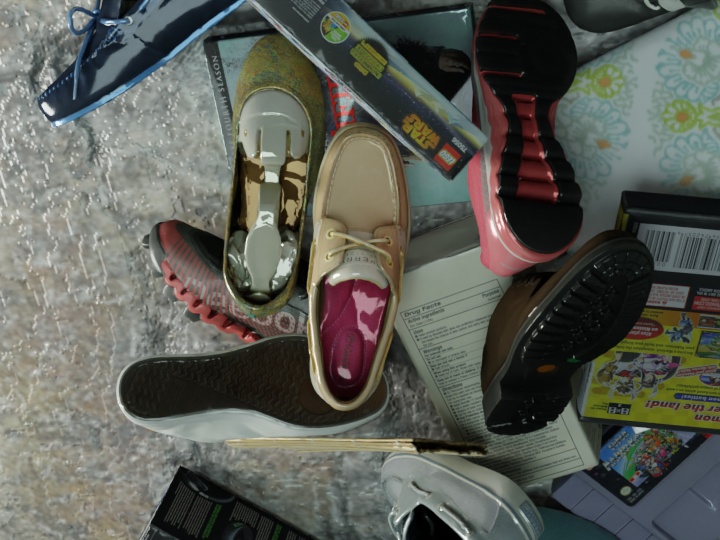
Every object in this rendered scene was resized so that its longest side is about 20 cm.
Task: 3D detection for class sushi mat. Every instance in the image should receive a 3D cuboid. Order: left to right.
[{"bbox_3d":[-0.007,0.134,0.981,0.199,0.095,0.012,-6,78,42],"label":"sushi mat"}]

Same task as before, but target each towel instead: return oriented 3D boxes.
[{"bbox_3d":[0.219,-0.078,0.871,0.199,0.048,0.173,-25,86,21],"label":"towel"}]

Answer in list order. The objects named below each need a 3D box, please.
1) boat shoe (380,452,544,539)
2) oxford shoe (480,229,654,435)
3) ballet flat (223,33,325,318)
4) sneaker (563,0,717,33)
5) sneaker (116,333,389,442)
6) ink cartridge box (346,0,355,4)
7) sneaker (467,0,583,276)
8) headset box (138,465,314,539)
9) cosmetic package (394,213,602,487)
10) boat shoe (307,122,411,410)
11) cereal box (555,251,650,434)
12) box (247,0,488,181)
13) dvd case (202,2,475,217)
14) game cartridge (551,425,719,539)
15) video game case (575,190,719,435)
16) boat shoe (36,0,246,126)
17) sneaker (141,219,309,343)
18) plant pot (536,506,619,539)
[{"bbox_3d":[0.057,0.183,0.976,0.071,0.200,0.070,-35,106,-22],"label":"boat shoe"},{"bbox_3d":[0.123,0.026,0.840,0.072,0.085,0.200,6,145,-21],"label":"oxford shoe"},{"bbox_3d":[-0.063,-0.063,0.898,0.070,0.071,0.202,8,101,7],"label":"ballet flat"},{"bbox_3d":[0.217,-0.207,0.812,0.199,0.089,0.074,-26,109,23],"label":"sneaker"},{"bbox_3d":[-0.079,0.091,0.960,0.198,0.085,0.074,2,73,-3],"label":"sneaker"},{"bbox_3d":[-0.014,-0.300,0.781,0.200,0.147,0.146,45,115,-10],"label":"ink cartridge box"},{"bbox_3d":[0.095,-0.090,0.851,0.073,0.202,0.087,8,157,-16],"label":"sneaker"},{"bbox_3d":[-0.117,0.300,1.114,0.199,0.093,0.175,29,117,-3],"label":"headset box"},{"bbox_3d":[0.100,0.063,0.970,0.104,0.071,0.201,-18,110,21],"label":"cosmetic package"},{"bbox_3d":[0.000,0.000,0.882,0.073,0.069,0.202,2,98,-3],"label":"boat shoe"},{"bbox_3d":[0.258,0.015,0.915,0.199,0.039,0.145,-26,91,21],"label":"cereal box"},{"bbox_3d":[-0.014,-0.146,0.823,0.200,0.137,0.040,41,96,-16],"label":"box"},{"bbox_3d":[-0.007,-0.112,0.938,0.198,0.022,0.147,-4,114,14],"label":"dvd case"},{"bbox_3d":[0.257,0.146,1.000,0.129,0.038,0.200,35,117,-11],"label":"game cartridge"},{"bbox_3d":[0.257,0.036,0.856,0.198,0.026,0.182,5,126,0],"label":"video game case"},{"bbox_3d":[-0.156,-0.182,0.912,0.199,0.084,0.069,-36,109,7],"label":"boat shoe"},{"bbox_3d":[-0.072,0.017,0.985,0.200,0.071,0.098,39,116,-10],"label":"sneaker"},{"bbox_3d":[0.136,0.312,1.031,0.198,0.135,0.202,8,122,13],"label":"plant pot"}]
